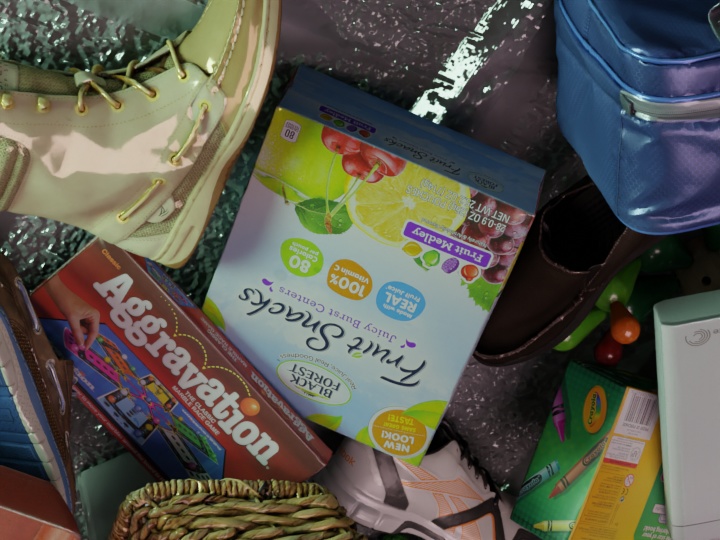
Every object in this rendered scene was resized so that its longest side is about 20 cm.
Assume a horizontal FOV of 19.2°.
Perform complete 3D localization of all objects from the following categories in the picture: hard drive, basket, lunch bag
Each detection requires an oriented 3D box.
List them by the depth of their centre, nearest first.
[{"bbox_3d":[0.190,-0.120,1.222,0.134,0.200,0.133,-11,121,-9],"label":"lunch bag"},{"bbox_3d":[-0.073,0.214,1.363,0.142,0.149,0.201,-28,151,-35],"label":"basket"},{"bbox_3d":[0.260,0.091,1.381,0.130,0.027,0.201,-10,129,-1],"label":"hard drive"}]

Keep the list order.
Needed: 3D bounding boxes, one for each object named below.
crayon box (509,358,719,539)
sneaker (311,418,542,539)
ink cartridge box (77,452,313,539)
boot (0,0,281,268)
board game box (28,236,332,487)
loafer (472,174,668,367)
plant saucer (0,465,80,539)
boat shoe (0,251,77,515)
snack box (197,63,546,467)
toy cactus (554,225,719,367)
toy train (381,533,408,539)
[{"bbox_3d":[0.204,0.139,1.474,0.199,0.058,0.120,15,98,-44],"label":"crayon box"},{"bbox_3d":[0.064,0.152,1.487,0.199,0.074,0.080,22,107,-37],"label":"sneaker"},{"bbox_3d":[-0.088,0.202,1.468,0.144,0.084,0.201,-23,131,1],"label":"ink cartridge box"},{"bbox_3d":[-0.140,-0.106,1.216,0.154,0.073,0.201,15,118,-21],"label":"boot"},{"bbox_3d":[-0.120,0.072,1.327,0.103,0.019,0.200,-37,102,26],"label":"board game box"},{"bbox_3d":[0.122,-0.014,1.322,0.200,0.073,0.071,-46,156,28],"label":"loafer"},{"bbox_3d":[-0.278,0.147,1.298,0.198,0.037,0.200,21,149,-10],"label":"plant saucer"},{"bbox_3d":[-0.205,0.078,1.299,0.072,0.073,0.201,9,131,23],"label":"boat shoe"},{"bbox_3d":[0.000,0.000,1.306,0.167,0.068,0.201,22,123,0],"label":"snack box"},{"bbox_3d":[0.214,-0.008,1.404,0.164,0.102,0.201,20,111,-41],"label":"toy cactus"},{"bbox_3d":[0.096,0.236,1.525,0.198,0.057,0.042,12,127,9],"label":"toy train"}]
